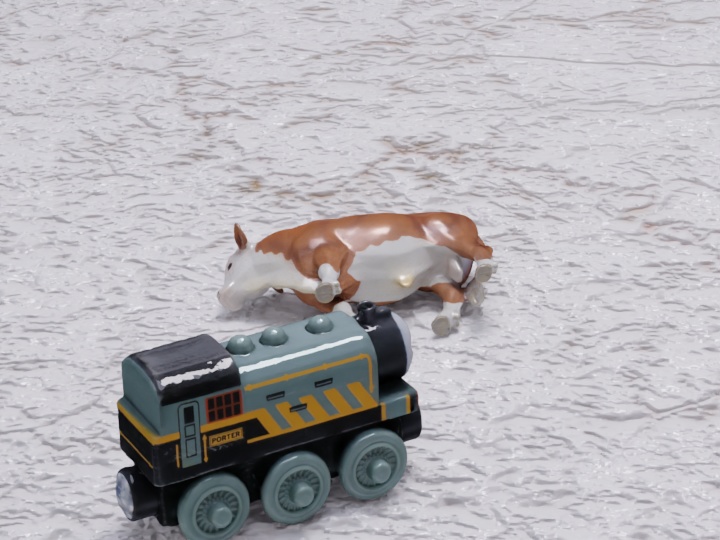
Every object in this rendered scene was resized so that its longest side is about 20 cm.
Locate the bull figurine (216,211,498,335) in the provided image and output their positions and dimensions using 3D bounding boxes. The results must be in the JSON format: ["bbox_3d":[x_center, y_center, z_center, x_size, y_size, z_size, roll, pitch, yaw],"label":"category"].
[{"bbox_3d":[0.000,0.000,1.524,0.198,0.066,0.122,-11,30,-13],"label":"bull figurine"}]

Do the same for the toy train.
[{"bbox_3d":[-0.053,0.086,1.284,0.199,0.115,0.085,-14,28,-23],"label":"toy train"}]
